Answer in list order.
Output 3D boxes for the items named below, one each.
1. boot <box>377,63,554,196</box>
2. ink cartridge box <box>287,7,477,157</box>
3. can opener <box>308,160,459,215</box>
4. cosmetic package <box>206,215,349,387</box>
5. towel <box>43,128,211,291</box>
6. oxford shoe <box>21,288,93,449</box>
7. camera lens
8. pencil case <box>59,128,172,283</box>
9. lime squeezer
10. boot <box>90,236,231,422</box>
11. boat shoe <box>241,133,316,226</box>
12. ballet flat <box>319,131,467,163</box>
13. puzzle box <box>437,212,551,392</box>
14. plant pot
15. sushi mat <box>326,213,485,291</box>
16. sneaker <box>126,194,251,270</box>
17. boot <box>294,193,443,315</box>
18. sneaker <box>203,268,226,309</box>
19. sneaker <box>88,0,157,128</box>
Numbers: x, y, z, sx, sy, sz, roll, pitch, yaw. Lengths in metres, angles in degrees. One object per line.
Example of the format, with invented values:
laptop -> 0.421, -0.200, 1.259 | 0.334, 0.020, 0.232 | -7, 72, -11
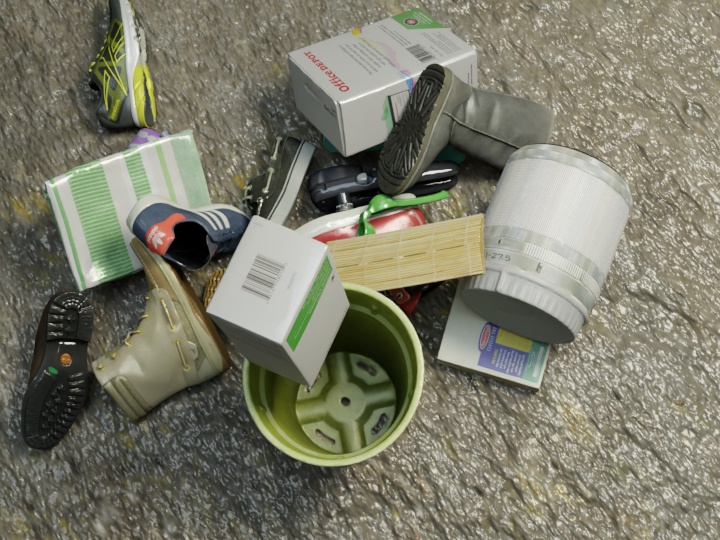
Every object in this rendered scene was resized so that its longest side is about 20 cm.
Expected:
boot -> 0.134, -0.152, 1.315 | 0.073, 0.199, 0.183 | 44, 110, 44
ink cartridge box -> 0.027, -0.241, 1.332 | 0.199, 0.085, 0.145 | -24, 44, -19
can opener -> 0.030, -0.113, 1.353 | 0.198, 0.063, 0.079 | -9, 72, 2
cosmetic package -> -0.077, 0.036, 1.050 | 0.084, 0.200, 0.108 | 22, 77, 13
towel -> -0.281, -0.074, 1.318 | 0.199, 0.023, 0.154 | -22, 107, -24
oxford shoe -> -0.378, 0.122, 1.313 | 0.072, 0.084, 0.202 | 15, 90, -27
camera lens -> 0.219, -0.035, 1.237 | 0.159, 0.160, 0.201 | 21, 75, 10
pencil case -> -0.302, -0.088, 1.365 | 0.085, 0.084, 0.201 | 37, 79, -10
lime squeezer -> 0.023, -0.046, 1.291 | 0.200, 0.038, 0.071 | -50, 115, -20
boot -> -0.270, 0.070, 1.295 | 0.155, 0.073, 0.201 | -30, 97, 1
boat shoe -> -0.117, -0.089, 1.337 | 0.063, 0.071, 0.201 | 22, 55, -3
ballet flat -> 0.046, -0.183, 1.378 | 0.198, 0.071, 0.071 | 5, 73, 4
puzzle box -> 0.184, 0.038, 1.314 | 0.132, 0.025, 0.202 | 16, 75, 8
plant pot -> -0.023, 0.137, 1.216 | 0.198, 0.184, 0.202 | -1, 72, 4
sushi mat -> 0.047, -0.014, 1.210 | 0.198, 0.012, 0.096 | -10, 46, 18
sneaker -> -0.190, -0.035, 1.282 | 0.085, 0.199, 0.075 | 45, 114, 30
boot -> 0.000, 0.000, 1.319 | 0.198, 0.072, 0.146 | -17, 74, -5
sneaker -> -0.105, 0.045, 1.314 | 0.198, 0.090, 0.076 | 7, 79, 34
sneaker -> -0.332, -0.284, 1.427 | 0.084, 0.075, 0.202 | -12, 72, 1
